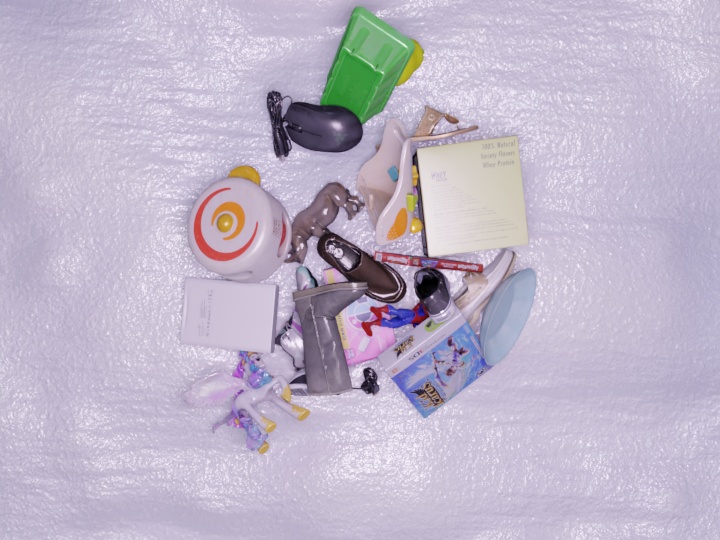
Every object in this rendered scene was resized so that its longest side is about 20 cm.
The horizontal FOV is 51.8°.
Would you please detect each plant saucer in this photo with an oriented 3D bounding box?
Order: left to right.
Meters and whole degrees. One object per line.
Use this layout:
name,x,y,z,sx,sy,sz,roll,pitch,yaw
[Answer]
plant saucer,0.278,0.084,1.444,0.038,0.200,0.205,24,93,30

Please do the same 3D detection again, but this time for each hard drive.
hard drive,-0.262,0.088,1.478,0.195,0.026,0.136,4,88,14

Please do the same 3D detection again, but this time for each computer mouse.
computer mouse,-0.093,-0.266,1.423,0.195,0.053,0.141,7,124,18
computer mouse,-0.059,0.221,1.488,0.195,0.110,0.045,-2,67,7

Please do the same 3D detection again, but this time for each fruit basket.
fruit basket,0.030,-0.399,1.418,0.154,0.216,0.218,31,93,-2

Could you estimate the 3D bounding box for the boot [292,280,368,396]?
boot,-0.046,0.128,1.391,0.179,0.072,0.205,-13,84,36

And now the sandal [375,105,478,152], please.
sandal,0.125,-0.287,1.461,0.207,0.078,0.071,-14,99,6

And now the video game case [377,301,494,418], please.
video game case,0.151,0.178,1.445,0.180,0.046,0.201,-36,133,2

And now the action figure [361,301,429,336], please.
action figure,0.100,0.109,1.431,0.099,0.198,0.066,47,121,27

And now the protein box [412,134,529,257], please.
protein box,0.209,-0.141,1.440,0.193,0.135,0.206,-7,94,1

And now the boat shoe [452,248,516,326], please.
boat shoe,0.233,0.033,1.480,0.068,0.075,0.202,36,91,-3

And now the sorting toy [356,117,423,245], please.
sorting toy,0.064,-0.179,1.385,0.104,0.202,0.184,-3,124,-11

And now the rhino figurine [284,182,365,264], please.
rhino figurine,-0.087,-0.090,1.480,0.087,0.060,0.200,44,94,-1

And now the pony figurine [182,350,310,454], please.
pony figurine,-0.221,0.254,1.449,0.192,0.168,0.200,-38,55,-11

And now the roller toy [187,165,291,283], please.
roller toy,-0.231,-0.078,1.416,0.200,0.140,0.183,-44,71,5

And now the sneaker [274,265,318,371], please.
sneaker,-0.134,0.104,1.483,0.137,0.078,0.205,-18,88,5

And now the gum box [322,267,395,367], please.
gum box,0.000,0.085,1.486,0.111,0.066,0.205,-13,93,0

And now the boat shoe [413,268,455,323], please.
boat shoe,0.129,0.030,1.414,0.069,0.201,0.067,-33,111,11

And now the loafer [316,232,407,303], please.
loafer,0.000,0.000,1.412,0.197,0.071,0.074,31,91,-2

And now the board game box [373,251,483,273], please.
board game box,0.131,-0.015,1.413,0.197,0.102,0.020,5,95,-38
